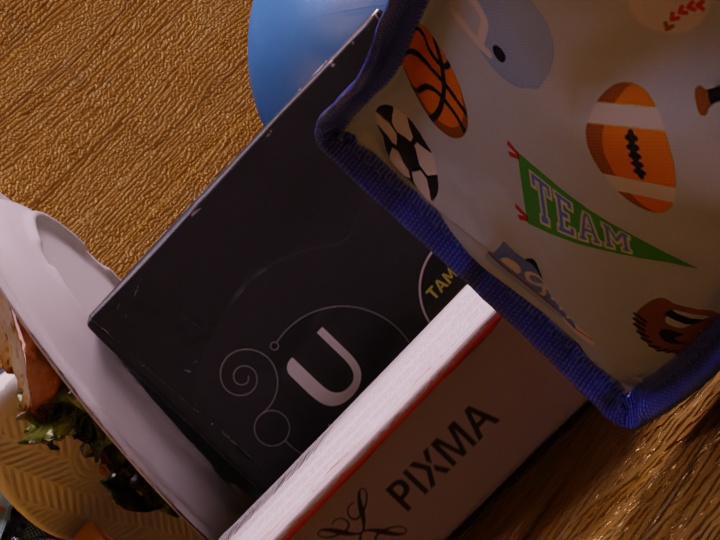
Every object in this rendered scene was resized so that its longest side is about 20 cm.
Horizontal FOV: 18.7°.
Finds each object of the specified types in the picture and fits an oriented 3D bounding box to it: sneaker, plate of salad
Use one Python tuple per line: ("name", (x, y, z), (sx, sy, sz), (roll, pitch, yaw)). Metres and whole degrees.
("sneaker", (-0.114, 0.075, 0.978), (0.075, 0.085, 0.200), (-45, -37, 4))
("plate of salad", (-0.095, 0.048, 0.825), (0.048, 0.200, 0.200), (-40, 3, 2))

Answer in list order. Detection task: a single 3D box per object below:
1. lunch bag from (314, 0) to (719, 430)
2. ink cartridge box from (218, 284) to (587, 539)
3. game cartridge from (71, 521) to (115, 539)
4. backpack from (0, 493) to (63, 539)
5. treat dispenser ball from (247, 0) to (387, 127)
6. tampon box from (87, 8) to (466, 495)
("lunch bag", (0.099, -0.077, 0.435), (0.170, 0.124, 0.200), (-47, -6, -24))
("ink cartridge box", (0.014, 0.057, 0.627), (0.200, 0.045, 0.176), (-47, 2, 19))
("game cartridge", (-0.146, 0.200, 0.850), (0.200, 0.032, 0.176), (-50, 18, -5))
("backpack", (-0.210, 0.148, 1.320), (0.178, 0.199, 0.151), (157, 136, -81))
("treat dispenser ball", (0.040, -0.117, 1.148), (0.201, 0.201, 0.201), (-47, 2, 2))
("tampon box", (0.000, 0.000, 0.831), (0.150, 0.126, 0.200), (-47, 3, 3))
